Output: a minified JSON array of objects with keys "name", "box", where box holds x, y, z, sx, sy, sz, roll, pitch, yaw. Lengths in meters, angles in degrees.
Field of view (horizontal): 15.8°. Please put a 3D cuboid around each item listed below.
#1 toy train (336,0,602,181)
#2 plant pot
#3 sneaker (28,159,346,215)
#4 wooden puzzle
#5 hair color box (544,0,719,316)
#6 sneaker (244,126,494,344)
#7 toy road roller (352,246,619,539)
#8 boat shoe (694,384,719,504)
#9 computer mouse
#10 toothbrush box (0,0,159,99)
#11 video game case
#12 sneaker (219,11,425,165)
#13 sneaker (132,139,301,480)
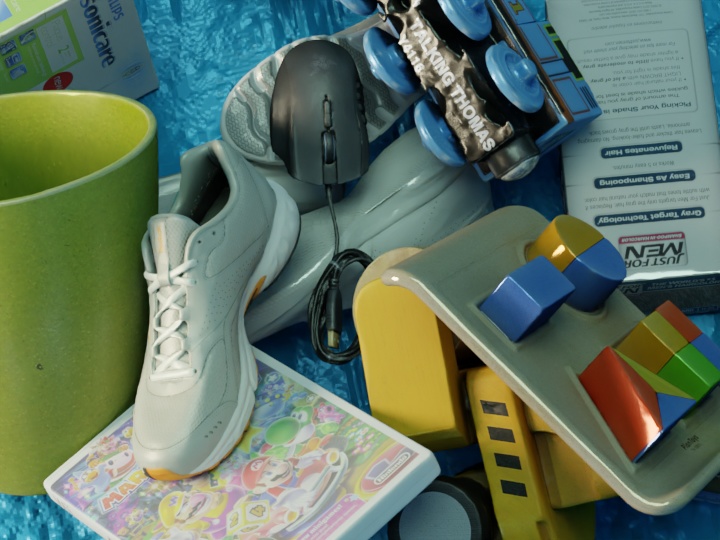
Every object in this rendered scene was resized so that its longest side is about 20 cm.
[{"name":"toy train","box":[0.056,-0.144,1.543,0.087,0.114,0.201,-36,81,27]},{"name":"plant pot","box":[-0.194,0.021,1.509,0.186,0.201,0.187,-7,23,3]},{"name":"sneaker","box":[-0.106,-0.026,1.610,0.199,0.070,0.081,-8,87,-3]},{"name":"wooden puzzle","box":[0.127,0.035,1.413,0.200,0.185,0.046,40,115,11]},{"name":"hair color box","box":[0.171,-0.072,1.602,0.099,0.061,0.201,-5,64,3]},{"name":"sneaker","box":[0.000,0.000,1.576,0.200,0.089,0.075,-35,31,-9]},{"name":"toy road roller","box":[0.089,0.076,1.465,0.145,0.123,0.201,-14,86,21]},{"name":"boat shoe","box":[0.166,0.073,1.527,0.199,0.072,0.072,25,69,15]},{"name":"computer mouse","box":[-0.018,-0.044,1.517,0.058,0.034,0.201,-5,73,-9]},{"name":"toothbrush box","box":[-0.240,-0.132,1.620,0.199,0.146,0.086,-30,66,-10]},{"name":"video game case","box":[-0.069,0.114,1.430,0.143,0.018,0.200,-41,39,-19]},{"name":"sneaker","box":[-0.004,-0.113,1.614,0.199,0.082,0.075,-26,89,-26]},{"name":"sneaker","box":[-0.099,0.018,1.452,0.075,0.092,0.201,-4,57,28]}]
